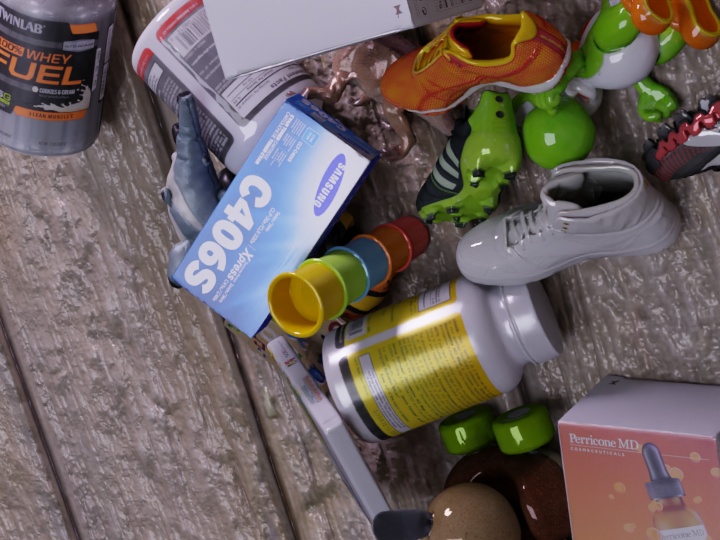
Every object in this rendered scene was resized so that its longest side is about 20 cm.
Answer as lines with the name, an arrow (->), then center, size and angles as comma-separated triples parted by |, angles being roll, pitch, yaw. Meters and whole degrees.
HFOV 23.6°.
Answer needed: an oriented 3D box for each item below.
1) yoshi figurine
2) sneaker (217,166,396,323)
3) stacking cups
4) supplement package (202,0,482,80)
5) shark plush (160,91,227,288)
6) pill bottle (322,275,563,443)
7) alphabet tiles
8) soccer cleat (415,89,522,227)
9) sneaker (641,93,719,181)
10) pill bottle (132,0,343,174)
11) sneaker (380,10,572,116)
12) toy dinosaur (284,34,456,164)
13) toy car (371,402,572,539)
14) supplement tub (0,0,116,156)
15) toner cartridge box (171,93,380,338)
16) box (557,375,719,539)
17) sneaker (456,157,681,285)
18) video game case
yoshi figurine -> 0.197, -0.149, 1.409 | 0.112, 0.112, 0.200 | 49, 133, -3
sneaker -> -0.047, -0.042, 1.650 | 0.200, 0.070, 0.090 | 46, 125, 2
stacking cups -> 0.000, 0.000, 1.547 | 0.060, 0.200, 0.061 | 14, 116, 32
supplement package -> -0.027, -0.259, 1.406 | 0.199, 0.111, 0.156 | -10, 100, 36
shark plush -> -0.131, -0.074, 1.595 | 0.083, 0.091, 0.201 | 3, 110, 28
pill bottle -> 0.075, 0.072, 1.557 | 0.199, 0.112, 0.113 | -22, 97, 16
alphabet tiles -> -0.073, 0.056, 1.702 | 0.200, 0.006, 0.167 | 39, 150, 10
soccer cleat -> 0.097, -0.093, 1.507 | 0.200, 0.067, 0.081 | 131, 143, -69
sneaker -> 0.314, -0.106, 1.367 | 0.200, 0.071, 0.098 | -29, 90, 38
pill bottle -> -0.108, -0.160, 1.605 | 0.200, 0.116, 0.116 | 47, 129, 8
sneaker -> 0.083, -0.178, 1.410 | 0.077, 0.073, 0.200 | 33, 152, -34
toy dinosaur -> 0.026, -0.185, 1.528 | 0.200, 0.086, 0.136 | 34, 119, 11
toy car -> 0.096, 0.236, 1.572 | 0.158, 0.200, 0.165 | -10, 104, 55
supplement tub -> -0.308, -0.225, 1.711 | 0.122, 0.122, 0.201 | 26, 123, 23
toner cartridge box -> -0.076, -0.048, 1.534 | 0.095, 0.043, 0.200 | 35, 108, 4
box -> 0.272, 0.207, 1.513 | 0.152, 0.106, 0.201 | 2, 112, 34
sneaker -> 0.157, -0.047, 1.453 | 0.199, 0.116, 0.074 | -13, 63, 23
video game case -> -0.014, 0.178, 1.644 | 0.200, 0.023, 0.182 | 62, 173, -31
